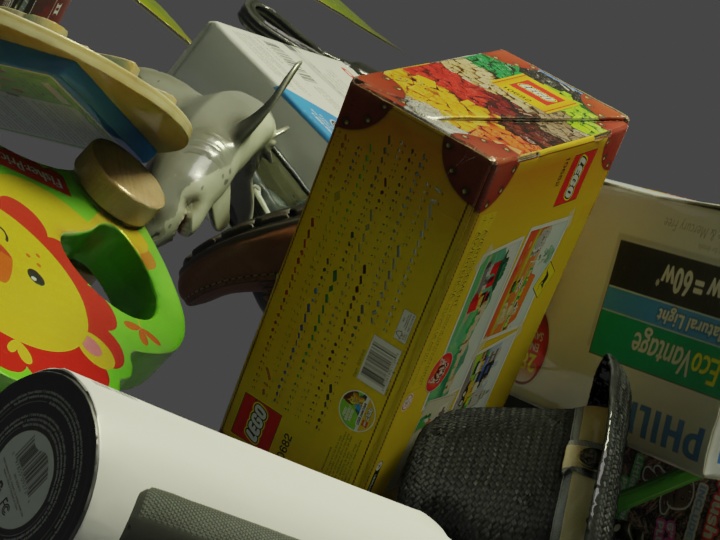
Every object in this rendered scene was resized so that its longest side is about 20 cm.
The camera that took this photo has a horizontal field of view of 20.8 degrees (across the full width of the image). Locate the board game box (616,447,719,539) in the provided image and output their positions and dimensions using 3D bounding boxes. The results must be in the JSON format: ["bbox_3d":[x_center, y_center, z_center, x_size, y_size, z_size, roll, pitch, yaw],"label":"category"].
[{"bbox_3d":[0.222,0.150,1.059,0.159,0.097,0.200,11,5,-36],"label":"board game box"}]

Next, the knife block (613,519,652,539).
[{"bbox_3d":[0.120,0.213,0.919,0.064,0.175,0.201,33,61,-24],"label":"knife block"}]

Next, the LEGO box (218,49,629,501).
[{"bbox_3d":[0.027,0.010,0.896,0.077,0.201,0.149,31,23,21],"label":"LEGO box"}]

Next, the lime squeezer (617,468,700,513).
[{"bbox_3d":[0.100,0.131,1.030,0.200,0.070,0.038,-20,-94,62],"label":"lime squeezer"}]

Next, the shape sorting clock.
[{"bbox_3d":[-0.174,-0.101,0.940,0.199,0.039,0.200,15,-10,3],"label":"shape sorting clock"}]

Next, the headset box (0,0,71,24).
[{"bbox_3d":[-0.248,-0.197,1.102,0.148,0.077,0.200,32,11,9],"label":"headset box"}]

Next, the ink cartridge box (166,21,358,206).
[{"bbox_3d":[-0.033,-0.082,1.339,0.146,0.086,0.200,46,14,19],"label":"ink cartridge box"}]

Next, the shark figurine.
[{"bbox_3d":[-0.088,-0.078,1.081,0.089,0.128,0.214,32,7,3],"label":"shark figurine"}]

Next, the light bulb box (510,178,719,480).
[{"bbox_3d":[0.207,0.036,0.995,0.199,0.125,0.198,13,4,-29],"label":"light bulb box"}]

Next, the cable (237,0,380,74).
[{"bbox_3d":[-0.029,-0.168,1.759,0.199,0.050,0.097,26,33,-8],"label":"cable"}]

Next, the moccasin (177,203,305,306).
[{"bbox_3d":[0.000,0.000,1.024,0.074,0.200,0.078,-28,109,-77],"label":"moccasin"}]

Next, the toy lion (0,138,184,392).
[{"bbox_3d":[-0.150,0.000,0.849,0.200,0.069,0.192,26,27,-47],"label":"toy lion"}]

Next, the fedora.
[{"bbox_3d":[0.059,0.127,0.849,0.091,0.202,0.201,10,12,7],"label":"fedora"}]

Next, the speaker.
[{"bbox_3d":[-0.052,0.103,0.732,0.200,0.081,0.081,28,18,-43],"label":"speaker"}]

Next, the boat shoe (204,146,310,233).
[{"bbox_3d":[-0.042,-0.025,1.191,0.200,0.060,0.076,44,17,17],"label":"boat shoe"}]

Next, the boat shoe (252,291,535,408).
[{"bbox_3d":[0.022,0.041,1.090,0.199,0.067,0.057,29,-9,16],"label":"boat shoe"}]
